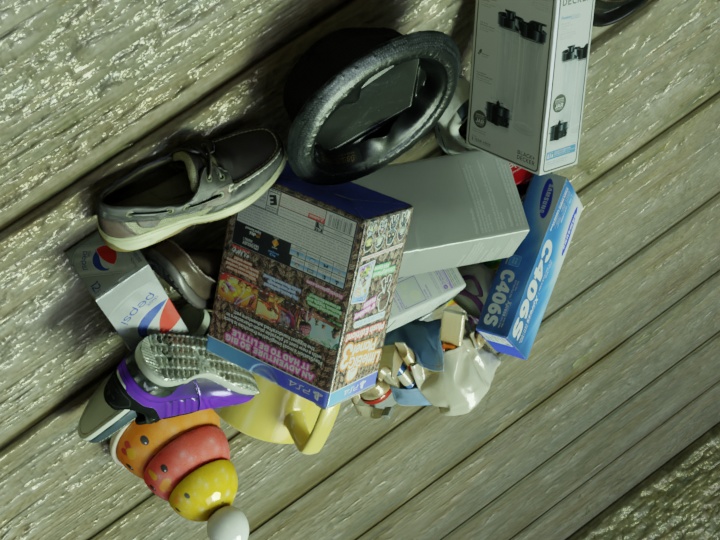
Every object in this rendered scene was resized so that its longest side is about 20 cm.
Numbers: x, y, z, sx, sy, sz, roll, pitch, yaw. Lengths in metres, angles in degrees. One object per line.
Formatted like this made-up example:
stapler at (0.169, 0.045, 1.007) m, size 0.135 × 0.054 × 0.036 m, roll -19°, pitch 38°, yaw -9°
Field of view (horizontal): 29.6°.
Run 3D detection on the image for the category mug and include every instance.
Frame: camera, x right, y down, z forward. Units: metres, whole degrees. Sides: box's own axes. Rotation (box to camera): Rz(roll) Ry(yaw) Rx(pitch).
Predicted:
mug at (-0.075, 0.105, 1.586) m, size 0.149 × 0.186 × 0.154 m, roll -27°, pitch 147°, yaw -57°

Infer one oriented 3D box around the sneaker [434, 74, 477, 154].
sneaker at (0.123, -0.157, 1.540) m, size 0.073 × 0.071 × 0.200 m, roll -42°, pitch 155°, yaw 6°

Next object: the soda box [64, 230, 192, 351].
soda box at (-0.229, 0.034, 1.387) m, size 0.063 × 0.068 × 0.200 m, roll -35°, pitch 153°, yaw -9°

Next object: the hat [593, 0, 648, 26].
hat at (0.268, -0.318, 1.467) m, size 0.200 × 0.081 × 0.201 m, roll -31°, pitch 151°, yaw -19°

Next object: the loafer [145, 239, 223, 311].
loafer at (-0.158, -0.001, 1.437) m, size 0.071 × 0.073 × 0.200 m, roll -51°, pitch 158°, yaw 1°

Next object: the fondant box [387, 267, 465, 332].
fondant box at (0.000, 0.000, 1.535) m, size 0.199 × 0.145 × 0.058 m, roll -23°, pitch 167°, yaw -30°

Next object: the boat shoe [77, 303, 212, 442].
boat shoe at (-0.229, 0.122, 1.514) m, size 0.200 × 0.075 × 0.062 m, roll -47°, pitch 130°, yaw -2°

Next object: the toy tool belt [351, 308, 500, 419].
toy tool belt at (0.060, 0.098, 1.639) m, size 0.123 × 0.198 × 0.125 m, roll 60°, pitch 41°, yaw -30°

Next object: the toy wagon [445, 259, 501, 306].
toy wagon at (0.155, -0.015, 1.713) m, size 0.154 × 0.040 × 0.200 m, roll -27°, pitch 166°, yaw -17°

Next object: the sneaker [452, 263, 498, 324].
sneaker at (0.164, 0.020, 1.665) m, size 0.100 × 0.075 × 0.200 m, roll -50°, pitch 157°, yaw -6°

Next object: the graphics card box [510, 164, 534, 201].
graphics card box at (0.165, -0.090, 1.673) m, size 0.125 × 0.051 × 0.200 m, roll -32°, pitch 168°, yaw -15°

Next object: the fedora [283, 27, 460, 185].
fedora at (-0.003, -0.178, 1.323) m, size 0.200 × 0.092 × 0.201 m, roll -30°, pitch 152°, yaw -18°

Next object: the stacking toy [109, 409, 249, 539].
stacking toy at (-0.191, 0.243, 1.609) m, size 0.145 × 0.200 × 0.147 m, roll -30°, pitch 152°, yaw -18°

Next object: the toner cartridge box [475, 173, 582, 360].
toner cartridge box at (0.199, -0.005, 1.588) m, size 0.202 × 0.043 × 0.095 m, roll -69°, pitch 155°, yaw -10°

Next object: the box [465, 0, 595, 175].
box at (0.172, -0.212, 1.390) m, size 0.060 × 0.116 × 0.202 m, roll -18°, pitch 121°, yaw -35°

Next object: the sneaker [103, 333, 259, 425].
sneaker at (-0.193, 0.120, 1.426) m, size 0.099 × 0.070 × 0.199 m, roll -41°, pitch 152°, yaw 20°

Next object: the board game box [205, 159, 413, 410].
board game box at (-0.053, 0.010, 1.381) m, size 0.097 × 0.158 × 0.202 m, roll -18°, pitch 126°, yaw -56°

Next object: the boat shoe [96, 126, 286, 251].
boat shoe at (-0.158, -0.084, 1.291) m, size 0.199 × 0.073 × 0.065 m, roll -31°, pitch 158°, yaw -16°

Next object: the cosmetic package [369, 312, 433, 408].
cosmetic package at (0.037, 0.098, 1.809) m, size 0.106 × 0.090 × 0.201 m, roll -29°, pitch 149°, yaw -14°

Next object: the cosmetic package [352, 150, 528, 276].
cosmetic package at (0.071, -0.059, 1.484) m, size 0.198 × 0.108 × 0.090 m, roll -9°, pitch 161°, yaw -12°
